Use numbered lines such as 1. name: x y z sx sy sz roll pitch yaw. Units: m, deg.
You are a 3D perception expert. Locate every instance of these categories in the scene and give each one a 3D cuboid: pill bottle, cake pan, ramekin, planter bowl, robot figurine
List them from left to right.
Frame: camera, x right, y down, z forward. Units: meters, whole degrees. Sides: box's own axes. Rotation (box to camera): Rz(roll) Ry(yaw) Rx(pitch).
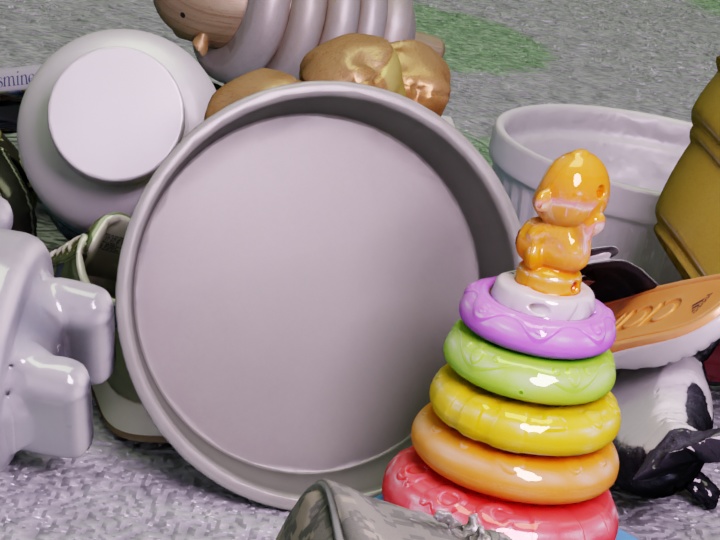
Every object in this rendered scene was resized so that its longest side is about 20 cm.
1. robot figurine: -0.213 0.029 1.014 0.199 0.113 0.170 12 52 4
2. pill bottle: -0.128 -0.068 1.227 0.110 0.111 0.200 9 -7 -2
3. cake pan: -0.019 0.012 1.058 0.200 0.201 0.037 5 0 -16
4. ramekin: 0.171 -0.025 1.395 0.200 0.105 0.200 9 17 -3
5. planter bowl: 0.213 -0.008 1.191 0.083 0.201 0.200 -34 20 5

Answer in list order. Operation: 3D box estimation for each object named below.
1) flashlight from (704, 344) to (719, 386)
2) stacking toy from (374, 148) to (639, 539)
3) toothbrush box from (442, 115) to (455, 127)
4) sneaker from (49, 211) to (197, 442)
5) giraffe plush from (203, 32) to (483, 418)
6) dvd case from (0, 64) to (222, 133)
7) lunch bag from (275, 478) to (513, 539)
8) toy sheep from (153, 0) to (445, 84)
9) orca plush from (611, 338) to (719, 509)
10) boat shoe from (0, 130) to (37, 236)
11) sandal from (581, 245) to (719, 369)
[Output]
1. flashlight: 0.222 0.046 1.271 0.199 0.068 0.068 6 27 -14
2. stacking toy: 0.074 0.042 0.986 0.116 0.201 0.110 -10 26 -44
3. toothbrush box: -0.012 -0.041 1.376 0.146 0.086 0.200 7 19 -6
4. sneaker: -0.127 0.010 1.151 0.067 0.090 0.200 -3 22 -28
5. giraffe plush: 0.000 0.000 1.149 0.172 0.200 0.162 -22 63 -29
6. dvd case: -0.199 -0.109 1.430 0.199 0.018 0.143 -4 -5 22
7. lunch bag: 0.044 0.172 0.700 0.167 0.140 0.200 22 15 -15
8. toy sheep: -0.035 -0.156 1.381 0.200 0.138 0.138 4 19 -31
9. orca plush: 0.165 0.083 1.116 0.071 0.105 0.200 45 -7 -8
10. boat shoe: -0.224 -0.055 1.326 0.060 0.072 0.201 -5 20 -27
11. sandal: 0.122 0.016 1.159 0.079 0.059 0.207 -42 12 -33
